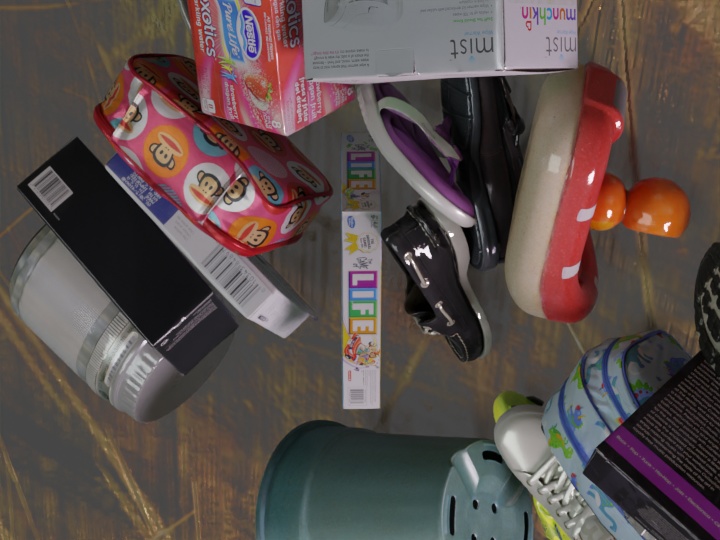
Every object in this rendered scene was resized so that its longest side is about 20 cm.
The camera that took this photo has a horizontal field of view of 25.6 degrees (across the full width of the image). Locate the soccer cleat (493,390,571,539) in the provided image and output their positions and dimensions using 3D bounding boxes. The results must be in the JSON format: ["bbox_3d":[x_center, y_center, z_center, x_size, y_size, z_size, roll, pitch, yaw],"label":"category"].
[{"bbox_3d":[0.172,0.196,1.374,0.200,0.065,0.084,51,125,4],"label":"soccer cleat"}]

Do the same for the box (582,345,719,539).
[{"bbox_3d":[0.271,0.133,1.139,0.143,0.200,0.036,42,140,18],"label":"box"}]

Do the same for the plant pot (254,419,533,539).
[{"bbox_3d":[0.039,0.233,1.450,0.195,0.200,0.202,-8,110,39],"label":"plant pot"}]

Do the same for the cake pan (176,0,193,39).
[{"bbox_3d":[-0.083,-0.243,1.369,0.199,0.037,0.202,24,130,32],"label":"cake pan"}]

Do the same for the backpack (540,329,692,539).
[{"bbox_3d":[0.236,0.146,1.231,0.200,0.163,0.155,40,129,29],"label":"backpack"}]

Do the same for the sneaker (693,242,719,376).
[{"bbox_3d":[0.315,0.061,1.146,0.201,0.088,0.077,62,145,30],"label":"sneaker"}]

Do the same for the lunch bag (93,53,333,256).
[{"bbox_3d":[-0.121,-0.107,1.394,0.200,0.176,0.082,44,112,11],"label":"lunch bag"}]

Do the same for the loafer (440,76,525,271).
[{"bbox_3d":[0.106,-0.100,1.272,0.072,0.062,0.202,-136,36,-63],"label":"loafer"}]

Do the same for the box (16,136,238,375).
[{"bbox_3d":[-0.212,-0.011,1.465,0.200,0.079,0.141,48,172,14],"label":"box"}]

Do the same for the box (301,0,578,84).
[{"bbox_3d":[0.053,-0.229,1.161,0.199,0.096,0.178,3,98,43],"label":"box"}]

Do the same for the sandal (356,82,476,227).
[{"bbox_3d":[0.046,-0.109,1.255,0.050,0.082,0.203,-49,39,17],"label":"sandal"}]

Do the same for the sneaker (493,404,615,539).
[{"bbox_3d":[0.189,0.188,1.287,0.200,0.085,0.073,40,109,2],"label":"sneaker"}]

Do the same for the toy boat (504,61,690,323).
[{"bbox_3d":[0.183,-0.050,1.190,0.130,0.131,0.201,12,129,4],"label":"toy boat"}]

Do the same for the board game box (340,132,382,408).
[{"bbox_3d":[0.000,0.000,1.379,0.034,0.135,0.201,0,124,-1],"label":"board game box"}]

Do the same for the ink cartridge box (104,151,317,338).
[{"bbox_3d":[-0.134,-0.022,1.466,0.200,0.041,0.200,45,-179,14],"label":"ink cartridge box"}]

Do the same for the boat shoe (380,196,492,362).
[{"bbox_3d":[0.063,0.018,1.328,0.074,0.060,0.201,50,167,35],"label":"boat shoe"}]

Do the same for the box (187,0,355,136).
[{"bbox_3d":[-0.074,-0.223,1.271,0.099,0.095,0.201,19,126,37],"label":"box"}]

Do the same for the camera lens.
[{"bbox_3d":[-0.246,0.036,1.615,0.200,0.160,0.161,41,137,18],"label":"camera lens"}]
